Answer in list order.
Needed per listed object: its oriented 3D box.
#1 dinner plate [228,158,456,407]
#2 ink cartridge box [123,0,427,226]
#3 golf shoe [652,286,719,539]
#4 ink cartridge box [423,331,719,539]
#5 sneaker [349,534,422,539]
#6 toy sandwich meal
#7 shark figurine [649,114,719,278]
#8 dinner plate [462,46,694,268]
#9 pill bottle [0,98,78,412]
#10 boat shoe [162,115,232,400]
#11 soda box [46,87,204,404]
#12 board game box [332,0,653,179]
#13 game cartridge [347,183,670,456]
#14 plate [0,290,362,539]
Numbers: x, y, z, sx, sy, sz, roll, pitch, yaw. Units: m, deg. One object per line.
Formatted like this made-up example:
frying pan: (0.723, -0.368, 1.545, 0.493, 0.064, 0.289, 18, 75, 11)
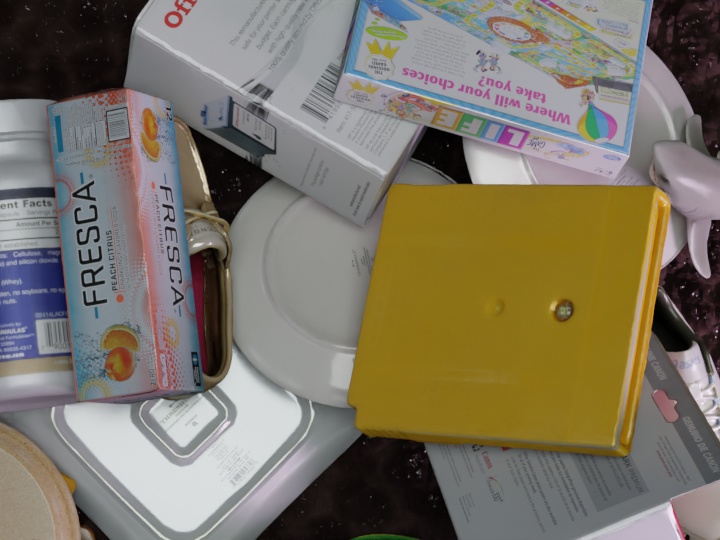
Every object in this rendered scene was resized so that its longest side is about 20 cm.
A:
dinner plate: (0.000, 0.000, 1.513, 0.200, 0.024, 0.200, 0, 64, -1)
ink cartridge box: (-0.042, -0.148, 1.503, 0.200, 0.086, 0.146, 30, 62, 4)
golf shoe: (0.221, 0.099, 1.486, 0.078, 0.097, 0.200, -18, 53, -11)
ink cartridge box: (0.146, 0.144, 1.408, 0.176, 0.200, 0.084, -22, 118, 2)
sneaker: (-0.032, 0.226, 1.487, 0.200, 0.084, 0.074, -5, 91, -17)
toy sandwich meal: (-0.274, 0.192, 1.484, 0.205, 0.070, 0.205, 0, 84, 1)
shark figurine: (0.284, -0.080, 1.537, 0.214, 0.089, 0.128, -44, 122, -47)
dinner plate: (0.163, -0.088, 1.511, 0.200, 0.024, 0.200, 6, 75, -26)
pill bottle: (-0.233, -0.009, 1.457, 0.116, 0.116, 0.200, -6, 82, -6)
boat shoe: (-0.117, -0.013, 1.475, 0.074, 0.069, 0.200, -6, 88, -37)
soda box: (-0.154, -0.015, 1.415, 0.064, 0.068, 0.200, -9, 82, 21)
board game box: (0.092, -0.152, 1.470, 0.200, 0.034, 0.135, 16, 61, -6)
game cartridge: (0.094, 0.029, 1.415, 0.200, 0.032, 0.176, 2, 72, 32)
plate: (-0.124, 0.101, 1.523, 0.200, 0.032, 0.200, 45, 81, 0)
